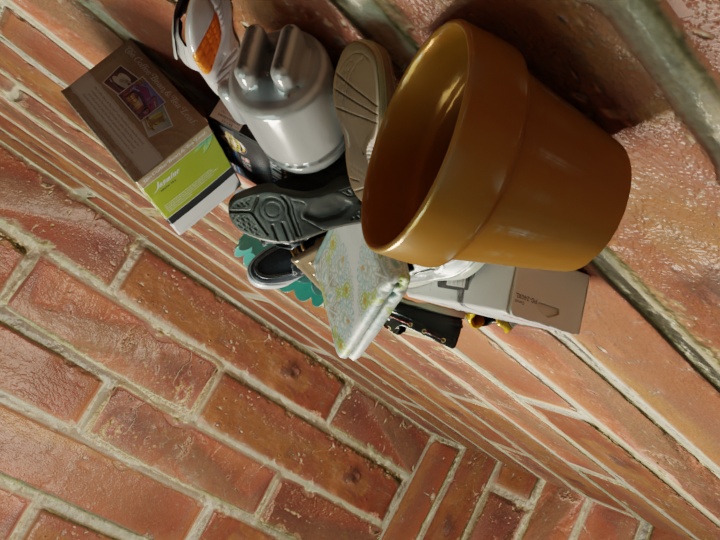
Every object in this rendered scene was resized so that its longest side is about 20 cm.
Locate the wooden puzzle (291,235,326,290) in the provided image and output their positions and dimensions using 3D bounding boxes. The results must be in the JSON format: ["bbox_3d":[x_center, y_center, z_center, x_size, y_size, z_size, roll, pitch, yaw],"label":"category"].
[{"bbox_3d":[0.008,-0.027,1.151,0.200,0.184,0.047,47,-162,-55],"label":"wooden puzzle"}]

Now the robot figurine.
[{"bbox_3d":[-0.073,-0.183,0.815,0.168,0.114,0.200,10,160,16],"label":"robot figurine"}]

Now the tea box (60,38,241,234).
[{"bbox_3d":[-0.307,-0.195,1.107,0.200,0.133,0.197,47,170,19],"label":"tea box"}]

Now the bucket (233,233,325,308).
[{"bbox_3d":[-0.117,-0.039,1.362,0.206,0.136,0.207,28,167,7],"label":"bucket"}]

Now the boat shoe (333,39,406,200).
[{"bbox_3d":[0.019,-0.154,0.763,0.073,0.062,0.201,43,153,31],"label":"boat shoe"}]

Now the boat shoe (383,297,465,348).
[{"bbox_3d":[0.058,0.067,1.121,0.200,0.064,0.074,16,-179,16],"label":"boat shoe"}]

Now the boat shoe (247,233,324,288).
[{"bbox_3d":[-0.091,-0.033,1.209,0.091,0.198,0.071,117,133,-71],"label":"boat shoe"}]

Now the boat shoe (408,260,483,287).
[{"bbox_3d":[0.086,-0.021,0.945,0.071,0.071,0.200,12,160,-33],"label":"boat shoe"}]

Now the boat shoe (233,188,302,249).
[{"bbox_3d":[-0.147,-0.080,1.139,0.070,0.092,0.200,4,179,-30],"label":"boat shoe"}]

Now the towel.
[{"bbox_3d":[0.000,0.000,0.983,0.048,0.172,0.201,0,142,-26],"label":"towel"}]

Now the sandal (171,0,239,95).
[{"bbox_3d":[-0.184,-0.262,0.840,0.059,0.080,0.207,26,168,4],"label":"sandal"}]

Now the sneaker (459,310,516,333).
[{"bbox_3d":[0.173,0.042,1.163,0.199,0.083,0.078,15,160,48],"label":"sneaker"}]

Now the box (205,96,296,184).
[{"bbox_3d":[-0.130,-0.167,1.131,0.197,0.050,0.200,31,167,3],"label":"box"}]

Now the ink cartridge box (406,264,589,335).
[{"bbox_3d":[0.182,0.020,0.988,0.144,0.084,0.199,16,176,-35],"label":"ink cartridge box"}]

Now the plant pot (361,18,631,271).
[{"bbox_3d":[0.122,-0.086,0.641,0.182,0.202,0.200,17,170,-18],"label":"plant pot"}]

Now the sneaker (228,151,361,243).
[{"bbox_3d":[-0.060,-0.095,0.905,0.115,0.197,0.077,-92,-11,-62],"label":"sneaker"}]
